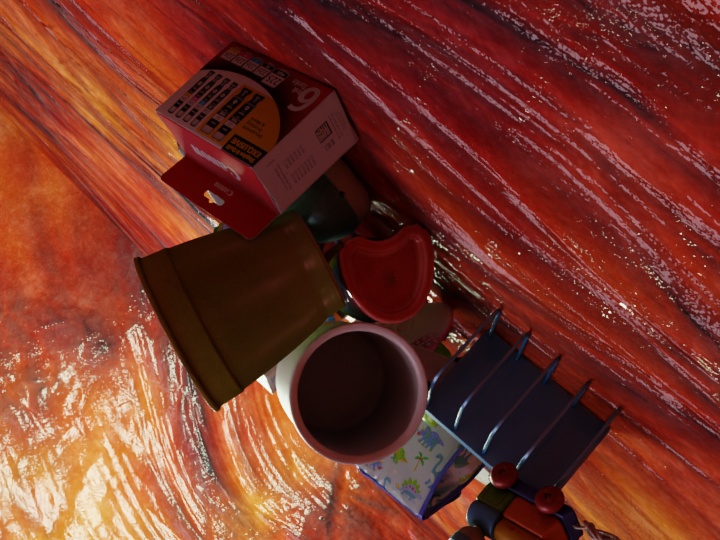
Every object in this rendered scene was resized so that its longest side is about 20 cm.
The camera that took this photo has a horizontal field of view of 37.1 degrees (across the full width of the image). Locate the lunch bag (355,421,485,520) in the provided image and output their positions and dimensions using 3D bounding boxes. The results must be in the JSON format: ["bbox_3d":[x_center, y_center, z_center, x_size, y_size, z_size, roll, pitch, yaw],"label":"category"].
[{"bbox_3d":[0.107,0.291,1.767,0.170,0.200,0.128,32,161,37],"label":"lunch bag"}]

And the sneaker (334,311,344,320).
[{"bbox_3d":[-0.094,0.004,1.800,0.200,0.076,0.092,54,172,-7],"label":"sneaker"}]

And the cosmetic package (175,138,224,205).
[{"bbox_3d":[-0.168,-0.141,1.479,0.200,0.101,0.074,62,-176,-45],"label":"cosmetic package"}]

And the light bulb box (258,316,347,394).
[{"bbox_3d":[-0.159,0.071,1.880,0.198,0.200,0.125,40,165,15],"label":"light bulb box"}]

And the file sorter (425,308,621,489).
[{"bbox_3d":[0.194,0.164,1.303,0.200,0.139,0.123,40,161,15],"label":"file sorter"}]

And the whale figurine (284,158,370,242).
[{"bbox_3d":[-0.073,-0.098,1.363,0.159,0.104,0.200,51,167,-25],"label":"whale figurine"}]

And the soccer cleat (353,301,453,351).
[{"bbox_3d":[0.041,0.087,1.489,0.086,0.070,0.200,28,144,-27],"label":"soccer cleat"}]

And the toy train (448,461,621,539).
[{"bbox_3d":[0.200,0.308,1.205,0.200,0.116,0.085,22,149,47],"label":"toy train"}]

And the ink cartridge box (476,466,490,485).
[{"bbox_3d":[0.219,0.345,1.952,0.162,0.050,0.200,25,165,51],"label":"ink cartridge box"}]

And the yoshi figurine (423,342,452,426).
[{"bbox_3d":[0.137,0.173,1.521,0.200,0.112,0.113,47,148,37],"label":"yoshi figurine"}]

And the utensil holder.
[{"bbox_3d":[-0.019,0.147,1.367,0.170,0.170,0.200,46,172,-7],"label":"utensil holder"}]

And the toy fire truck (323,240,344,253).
[{"bbox_3d":[0.000,0.000,1.547,0.200,0.049,0.141,37,164,31],"label":"toy fire truck"}]

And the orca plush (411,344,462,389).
[{"bbox_3d":[0.134,0.176,1.421,0.199,0.105,0.071,22,130,8],"label":"orca plush"}]

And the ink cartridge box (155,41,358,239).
[{"bbox_3d":[-0.136,-0.153,1.233,0.200,0.176,0.084,31,160,40],"label":"ink cartridge box"}]

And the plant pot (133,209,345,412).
[{"bbox_3d":[-0.128,0.029,1.239,0.201,0.192,0.200,61,175,8],"label":"plant pot"}]

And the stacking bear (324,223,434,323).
[{"bbox_3d":[0.002,0.008,1.363,0.200,0.121,0.114,-179,76,-69],"label":"stacking bear"}]

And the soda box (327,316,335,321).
[{"bbox_3d":[-0.097,0.004,1.619,0.068,0.064,0.200,69,179,-48],"label":"soda box"}]

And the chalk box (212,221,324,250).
[{"bbox_3d":[-0.128,-0.003,1.418,0.124,0.124,0.200,17,165,-19],"label":"chalk box"}]
